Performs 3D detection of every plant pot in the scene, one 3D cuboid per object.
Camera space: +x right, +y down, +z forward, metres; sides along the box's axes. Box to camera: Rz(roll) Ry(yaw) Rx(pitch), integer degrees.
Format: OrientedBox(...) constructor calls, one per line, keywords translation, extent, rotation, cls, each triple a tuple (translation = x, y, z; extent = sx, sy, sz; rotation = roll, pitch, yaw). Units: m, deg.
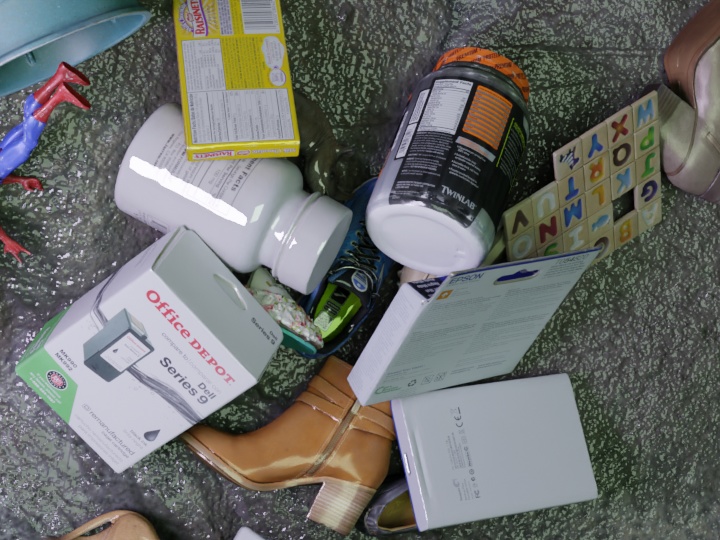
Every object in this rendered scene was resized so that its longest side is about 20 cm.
OrientedBox(translation=(-0.316, -0.271, 1.419), extent=(0.200, 0.200, 0.196), rotation=(-26, 94, -9), cls="plant pot")

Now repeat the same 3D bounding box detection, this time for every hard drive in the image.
OrientedBox(translation=(0.134, 0.178, 1.605), extent=(0.200, 0.025, 0.132), rotation=(-5, 75, -28), cls="hard drive")

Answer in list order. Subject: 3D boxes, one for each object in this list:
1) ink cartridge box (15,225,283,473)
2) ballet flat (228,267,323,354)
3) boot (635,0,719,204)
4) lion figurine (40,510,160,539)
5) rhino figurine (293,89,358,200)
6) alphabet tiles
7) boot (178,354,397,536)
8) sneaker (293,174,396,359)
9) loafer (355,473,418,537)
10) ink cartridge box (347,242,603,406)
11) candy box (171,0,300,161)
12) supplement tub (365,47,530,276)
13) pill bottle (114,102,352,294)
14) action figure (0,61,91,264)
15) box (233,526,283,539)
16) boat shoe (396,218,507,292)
OrientedBox(translation=(-0.193, 0.074, 1.481), extent=(0.200, 0.084, 0.146), rotation=(-34, 106, 31), cls="ink cartridge box")
OrientedBox(translation=(-0.123, 0.020, 1.526), extent=(0.200, 0.076, 0.064), rotation=(18, 74, 8), cls="ballet flat")
OrientedBox(translation=(0.372, -0.174, 1.656), extent=(0.146, 0.070, 0.200), rotation=(40, 87, -21), cls="boot")
OrientedBox(translation=(-0.201, 0.292, 1.564), extent=(0.122, 0.072, 0.200), rotation=(-43, 100, -13), cls="lion figurine")
OrientedBox(translation=(-0.075, -0.137, 1.548), extent=(0.200, 0.060, 0.087), rotation=(42, 62, -15), cls="rhino figurine")
OrientedBox(translation=(0.221, -0.065, 1.589), extent=(0.200, 0.008, 0.167), rotation=(-32, 136, -21), cls="alphabet tiles")
OrientedBox(translation=(-0.061, 0.151, 1.582), extent=(0.200, 0.077, 0.155), rotation=(25, 81, -1), cls="boot")
OrientedBox(translation=(0.000, 0.000, 1.569), extent=(0.079, 0.089, 0.200), rotation=(27, 87, -15), cls="sneaker")
OrientedBox(translation=(0.091, 0.222, 1.623), extent=(0.200, 0.072, 0.073), rotation=(-23, 100, -11), cls="loafer")
OrientedBox(translation=(0.107, 0.039, 1.527), extent=(0.200, 0.200, 0.041), rotation=(-9, 55, -37), cls="ink cartridge box")
OrientedBox(translation=(-0.117, -0.187, 1.485), extent=(0.102, 0.026, 0.200), rotation=(-4, 58, -7), cls="candy box")
OrientedBox(translation=(0.089, -0.106, 1.532), extent=(0.122, 0.123, 0.200), rotation=(30, 60, -15), cls="supplement tub")
OrientedBox(translation=(-0.115, -0.063, 1.489), extent=(0.200, 0.114, 0.114), rotation=(28, 89, 8), cls="pill bottle")
OrientedBox(translation=(-0.306, -0.089, 1.488), extent=(0.200, 0.065, 0.099), rotation=(-39, 122, 18), cls="action figure")
OrientedBox(translation=(-0.059, 0.378, 1.514), extent=(0.199, 0.171, 0.200), rotation=(-58, 149, -2), cls="box")
OrientedBox(translation=(0.072, 0.016, 1.603), extent=(0.068, 0.075, 0.200), rotation=(43, 93, 14), cls="boat shoe")
